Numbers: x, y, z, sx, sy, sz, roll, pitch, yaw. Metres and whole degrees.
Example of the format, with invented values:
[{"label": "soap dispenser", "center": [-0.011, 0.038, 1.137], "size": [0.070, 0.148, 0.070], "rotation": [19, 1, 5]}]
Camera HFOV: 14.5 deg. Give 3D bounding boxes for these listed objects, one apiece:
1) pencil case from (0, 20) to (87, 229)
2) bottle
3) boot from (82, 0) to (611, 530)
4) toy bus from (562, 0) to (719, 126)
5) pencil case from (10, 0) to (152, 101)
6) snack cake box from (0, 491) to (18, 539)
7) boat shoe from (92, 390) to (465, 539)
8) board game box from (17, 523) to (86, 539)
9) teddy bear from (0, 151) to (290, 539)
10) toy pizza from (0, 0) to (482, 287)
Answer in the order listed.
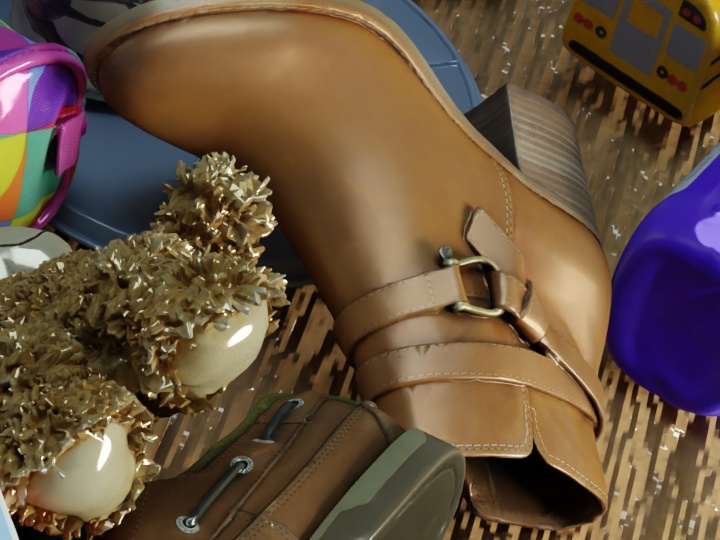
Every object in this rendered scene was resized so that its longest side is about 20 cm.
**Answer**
[{"label": "pencil case", "center": [-0.176, -0.083, 0.977], "size": [0.088, 0.089, 0.200], "rotation": [-23, 47, -35]}, {"label": "bottle", "center": [0.162, -0.028, 1.033], "size": [0.065, 0.084, 0.200], "rotation": [31, 43, 17]}, {"label": "boot", "center": [0.000, 0.000, 0.928], "size": [0.200, 0.077, 0.156], "rotation": [21, 52, -35]}, {"label": "toy bus", "center": [0.163, -0.130, 1.147], "size": [0.065, 0.078, 0.200], "rotation": [34, 45, 20]}, {"label": "pencil case", "center": [-0.058, -0.151, 0.966], "size": [0.089, 0.200, 0.078], "rotation": [-4, 48, -27]}, {"label": "snack cake box", "center": [-0.165, 0.041, 0.778], "size": [0.067, 0.115, 0.200], "rotation": [-10, 71, -38]}, {"label": "boat shoe", "center": [-0.048, 0.099, 0.807], "size": [0.068, 0.072, 0.200], "rotation": [26, 34, 21]}, {"label": "board game box", "center": [-0.009, 0.133, 0.846], "size": [0.199, 0.028, 0.135], "rotation": [8, 42, -7]}, {"label": "teddy bear", "center": [-0.086, 0.021, 0.837], "size": [0.067, 0.145, 0.200], "rotation": [44, 9, -14]}, {"label": "toy pizza", "center": [-0.052, -0.058, 1.041], "size": [0.200, 0.032, 0.201], "rotation": [7, 43, -7]}]
